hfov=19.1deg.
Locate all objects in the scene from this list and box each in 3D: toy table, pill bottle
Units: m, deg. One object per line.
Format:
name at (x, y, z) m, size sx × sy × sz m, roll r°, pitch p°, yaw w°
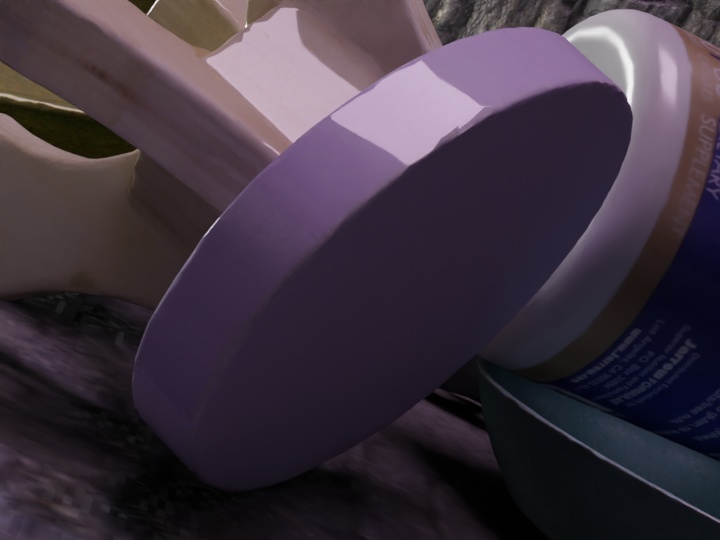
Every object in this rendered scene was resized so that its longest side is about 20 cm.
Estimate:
toy table at (-0.024, -0.032, 0.508) m, size 0.117 × 0.184 × 0.200 m, roll 44°, pitch 1°, yaw 13°
pill bottle at (0.137, 0.008, 0.670) m, size 0.200 × 0.116 × 0.116 m, roll 23°, pitch 6°, yaw -21°

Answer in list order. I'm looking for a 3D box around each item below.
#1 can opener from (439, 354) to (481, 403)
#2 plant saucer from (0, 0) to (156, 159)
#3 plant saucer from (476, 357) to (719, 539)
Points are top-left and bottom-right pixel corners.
can opener at (0.000, 0.000, 0.834) m, size 0.200 × 0.053 × 0.067 m, roll 27°, pitch 5°, yaw 26°
plant saucer at (-0.132, -0.079, 0.659) m, size 0.199 × 0.048 × 0.200 m, roll 10°, pitch 28°, yaw -31°
plant saucer at (0.118, 0.085, 0.644) m, size 0.200 × 0.036 × 0.200 m, roll 25°, pitch 5°, yaw -2°
